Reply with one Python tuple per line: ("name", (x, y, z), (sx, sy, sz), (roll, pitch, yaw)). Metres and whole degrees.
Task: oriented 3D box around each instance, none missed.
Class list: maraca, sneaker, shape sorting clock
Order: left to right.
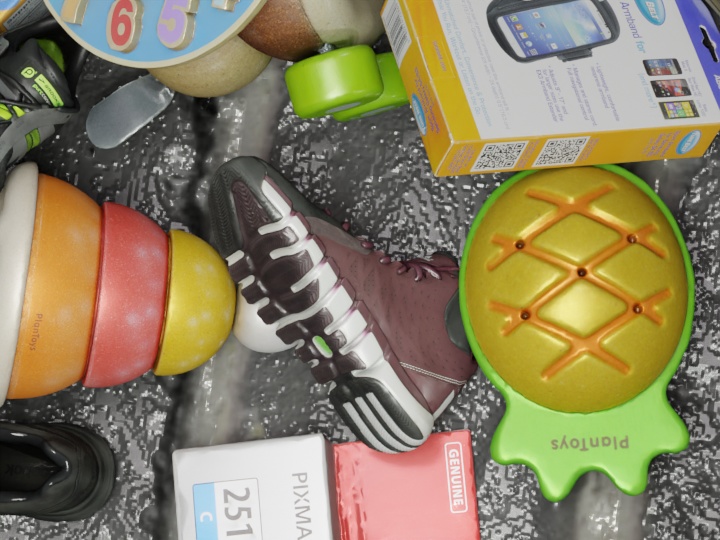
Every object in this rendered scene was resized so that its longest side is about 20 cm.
("sneaker", (-0.251, 0.114, 1.512), (0.200, 0.091, 0.076), (-4, 81, 7))
("sneaker", (-0.211, -0.092, 1.463), (0.071, 0.200, 0.083), (45, 128, -14))
("shape sorting clock", (-0.117, -0.215, 1.450), (0.200, 0.039, 0.200), (-4, 83, 33))
("sneaker", (0.000, 0.000, 1.497), (0.115, 0.076, 0.200), (-40, 103, -36))
("maraca", (0.127, 0.033, 1.474), (0.137, 0.107, 0.200), (-5, 78, 4))

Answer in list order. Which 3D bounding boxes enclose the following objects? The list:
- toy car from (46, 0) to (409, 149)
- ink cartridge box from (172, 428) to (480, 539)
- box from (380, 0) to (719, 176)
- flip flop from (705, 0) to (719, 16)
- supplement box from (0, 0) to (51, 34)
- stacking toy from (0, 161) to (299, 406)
("toy car", (-0.090, -0.154, 1.522), (0.200, 0.158, 0.165), (-16, 88, 15))
("ink cartridge box", (-0.015, 0.196, 1.494), (0.176, 0.045, 0.200), (-7, 79, 6))
("box", (0.122, -0.119, 1.491), (0.200, 0.041, 0.119), (-4, 59, -23))
("flip flop", (0.202, -0.219, 1.543), (0.081, 0.058, 0.200), (-39, 93, -7))
("supplement box", (-0.248, -0.156, 1.574), (0.067, 0.069, 0.200), (43, 84, 10))
("stacking toy", (-0.126, 0.021, 1.515), (0.200, 0.146, 0.146), (9, 80, -11))
